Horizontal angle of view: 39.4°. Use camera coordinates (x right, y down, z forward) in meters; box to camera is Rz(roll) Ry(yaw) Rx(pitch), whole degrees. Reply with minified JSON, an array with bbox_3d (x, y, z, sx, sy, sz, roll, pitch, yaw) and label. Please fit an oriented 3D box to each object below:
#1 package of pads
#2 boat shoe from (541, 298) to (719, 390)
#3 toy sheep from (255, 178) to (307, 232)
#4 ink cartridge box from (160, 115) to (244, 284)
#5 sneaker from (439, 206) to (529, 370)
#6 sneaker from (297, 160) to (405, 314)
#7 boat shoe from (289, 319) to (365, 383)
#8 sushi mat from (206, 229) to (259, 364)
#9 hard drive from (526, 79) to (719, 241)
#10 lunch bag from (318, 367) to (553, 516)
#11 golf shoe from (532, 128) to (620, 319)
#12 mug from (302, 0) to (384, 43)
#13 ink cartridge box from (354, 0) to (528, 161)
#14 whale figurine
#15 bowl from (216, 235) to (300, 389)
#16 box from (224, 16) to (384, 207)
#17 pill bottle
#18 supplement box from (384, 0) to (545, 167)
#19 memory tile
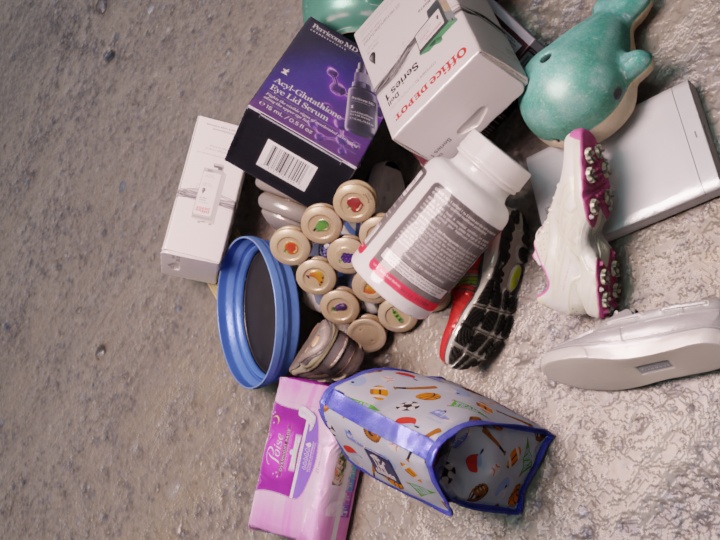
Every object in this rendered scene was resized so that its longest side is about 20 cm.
[{"bbox_3d":[-0.062,0.237,1.239,0.120,0.076,0.200,5,80,38],"label":"package of pads"},{"bbox_3d":[0.277,0.070,1.020,0.200,0.072,0.069,-21,42,41],"label":"boat shoe"},{"bbox_3d":[-0.078,-0.116,1.336,0.138,0.138,0.200,19,94,42],"label":"toy sheep"},{"bbox_3d":[-0.215,-0.094,1.415,0.147,0.083,0.200,129,154,-74],"label":"ink cartridge box"},{"bbox_3d":[0.131,0.020,1.158,0.085,0.077,0.200,8,71,46],"label":"sneaker"},{"bbox_3d":[-0.025,-0.041,1.292,0.146,0.081,0.200,2,84,34],"label":"sneaker"},{"bbox_3d":[-0.037,0.110,1.218,0.073,0.200,0.075,33,83,-2],"label":"boat shoe"},{"bbox_3d":[-0.160,0.039,1.427,0.096,0.012,0.200,-49,51,17],"label":"sushi mat"},{"bbox_3d":[0.283,-0.105,1.094,0.200,0.027,0.132,-25,61,32],"label":"hard drive"},{"bbox_3d":[0.072,0.178,1.063,0.170,0.200,0.124,20,89,41],"label":"lunch bag"},{"bbox_3d":[0.219,-0.048,1.061,0.091,0.075,0.200,-2,93,36],"label":"golf shoe"},{"bbox_3d":[-0.005,-0.349,1.311,0.152,0.185,0.114,-5,73,14],"label":"mug"},{"bbox_3d":[0.087,-0.242,1.145,0.146,0.084,0.200,-44,43,28],"label":"ink cartridge box"},{"bbox_3d":[0.247,-0.233,1.105,0.159,0.104,0.200,10,69,54],"label":"whale figurine"},{"bbox_3d":[-0.134,0.055,1.316,0.201,0.039,0.201,7,98,61],"label":"bowl"},{"bbox_3d":[-0.052,-0.190,1.230,0.104,0.148,0.200,-55,8,50],"label":"box"},{"bbox_3d":[0.091,-0.053,1.103,0.200,0.111,0.111,-51,50,11],"label":"pill bottle"},{"bbox_3d":[0.132,-0.221,1.235,0.200,0.061,0.109,-48,50,17],"label":"supplement box"},{"bbox_3d":[0.000,0.000,1.199,0.153,0.200,0.017,-32,21,24],"label":"memory tile"}]
